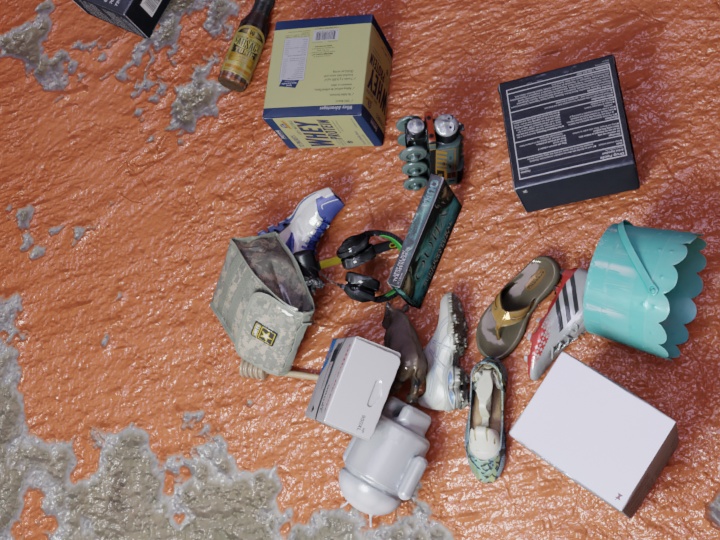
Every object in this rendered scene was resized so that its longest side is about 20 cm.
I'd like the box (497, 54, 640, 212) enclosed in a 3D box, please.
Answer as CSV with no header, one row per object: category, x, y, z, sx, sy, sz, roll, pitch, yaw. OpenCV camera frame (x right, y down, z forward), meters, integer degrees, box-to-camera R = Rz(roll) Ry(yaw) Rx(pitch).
box,0.349,-0.224,1.615,0.198,0.123,0.201,-11,69,18

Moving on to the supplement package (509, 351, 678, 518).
supplement package,0.350,0.246,1.423,0.190,0.200,0.148,33,86,25

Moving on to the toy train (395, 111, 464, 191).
toy train,0.122,-0.206,1.657,0.113,0.200,0.086,-9,67,1

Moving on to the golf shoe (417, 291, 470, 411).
golf shoe,0.130,0.134,1.609,0.096,0.078,0.202,-7,69,25

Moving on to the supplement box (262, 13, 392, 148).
supplement box,-0.058,-0.348,1.793,0.198,0.134,0.202,1,73,20

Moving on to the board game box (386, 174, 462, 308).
board game box,0.111,-0.047,1.637,0.028,0.135,0.202,18,80,23

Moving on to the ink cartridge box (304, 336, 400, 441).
ink cartridge box,-0.016,0.188,1.564,0.083,0.200,0.146,22,80,-9

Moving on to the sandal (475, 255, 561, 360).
sandal,0.256,0.057,1.595,0.080,0.054,0.201,39,95,26

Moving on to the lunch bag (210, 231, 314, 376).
lunch bag,-0.163,0.064,1.666,0.201,0.117,0.165,53,137,31

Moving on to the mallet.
mallet,-0.026,-0.033,1.699,0.198,0.041,0.066,-23,105,-9

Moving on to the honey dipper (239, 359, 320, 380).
honey dipper,-0.118,0.185,1.702,0.198,0.038,0.038,7,76,18

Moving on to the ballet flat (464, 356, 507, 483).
ballet flat,0.198,0.238,1.547,0.073,0.074,0.202,-3,76,18

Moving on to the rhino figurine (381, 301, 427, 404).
rhino figurine,0.068,0.121,1.613,0.059,0.088,0.201,4,38,-16

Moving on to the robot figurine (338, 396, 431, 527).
robot figurine,0.037,0.309,1.562,0.169,0.113,0.201,18,78,52

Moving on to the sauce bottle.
sauce bottle,-0.225,-0.459,1.927,0.065,0.066,0.202,14,80,23

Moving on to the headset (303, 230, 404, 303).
headset,0.000,0.000,1.644,0.198,0.094,0.125,-10,98,-20

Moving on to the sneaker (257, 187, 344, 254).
sneaker,-0.099,-0.050,1.752,0.199,0.080,0.116,-35,69,13

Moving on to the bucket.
bucket,0.433,0.026,1.468,0.134,0.207,0.209,15,78,29

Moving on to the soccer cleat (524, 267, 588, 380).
soccer cleat,0.331,0.090,1.554,0.085,0.069,0.201,21,76,28

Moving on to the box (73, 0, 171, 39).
box,-0.511,-0.608,2.055,0.199,0.104,0.149,27,84,25
